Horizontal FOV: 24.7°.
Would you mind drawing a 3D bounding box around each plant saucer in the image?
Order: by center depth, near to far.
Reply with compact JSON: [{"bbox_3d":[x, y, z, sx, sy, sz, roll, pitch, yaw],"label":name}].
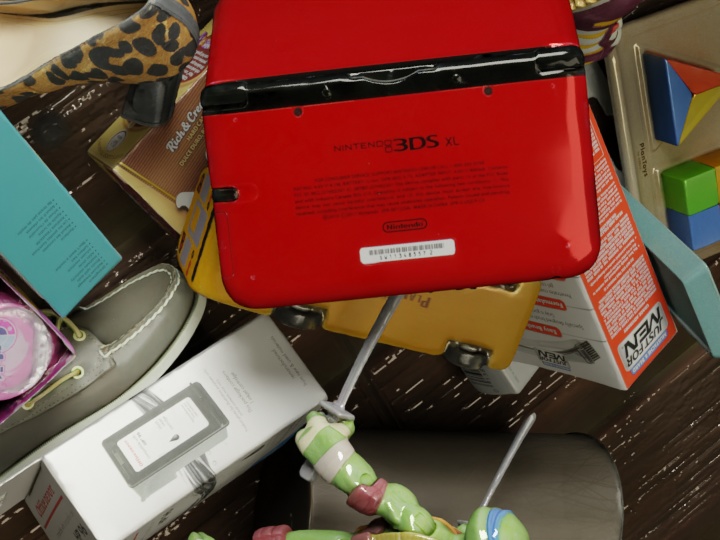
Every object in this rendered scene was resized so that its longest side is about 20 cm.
[{"bbox_3d":[0.184,-0.008,1.035,0.019,0.200,0.070,-27,114,0],"label":"plant saucer"}]

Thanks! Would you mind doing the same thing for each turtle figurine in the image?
[{"bbox_3d":[0.007,0.140,0.944,0.194,0.200,0.144,-24,155,21],"label":"turtle figurine"}]

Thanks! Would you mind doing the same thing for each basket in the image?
[{"bbox_3d":[0.041,0.168,1.078,0.200,0.180,0.136,8,61,-20],"label":"basket"}]

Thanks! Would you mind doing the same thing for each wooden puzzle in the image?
[{"bbox_3d":[0.264,-0.103,1.146,0.200,0.046,0.186,-24,114,-25],"label":"wooden puzzle"}]

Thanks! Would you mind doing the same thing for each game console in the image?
[{"bbox_3d":[0.021,-0.078,0.896,0.199,0.119,0.173,-6,97,4],"label":"game console"}]

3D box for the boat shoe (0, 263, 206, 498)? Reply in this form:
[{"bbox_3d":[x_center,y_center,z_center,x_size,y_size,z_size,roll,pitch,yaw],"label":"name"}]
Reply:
[{"bbox_3d":[-0.181,0.061,0.971,0.202,0.072,0.060,-39,123,-6],"label":"boat shoe"}]

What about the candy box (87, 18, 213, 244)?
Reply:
[{"bbox_3d":[-0.053,-0.100,0.995,0.200,0.056,0.117,-48,120,-8],"label":"candy box"}]

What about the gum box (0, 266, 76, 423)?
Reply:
[{"bbox_3d":[-0.254,-0.016,0.887,0.066,0.113,0.200,-43,119,-8],"label":"gum box"}]

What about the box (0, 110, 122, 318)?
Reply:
[{"bbox_3d":[-0.199,-0.057,0.840,0.049,0.082,0.200,-45,149,-10],"label":"box"}]

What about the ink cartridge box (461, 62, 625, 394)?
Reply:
[{"bbox_3d":[0.110,-0.041,1.112,0.200,0.057,0.163,-51,122,-28],"label":"ink cartridge box"}]

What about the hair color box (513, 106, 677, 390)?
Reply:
[{"bbox_3d":[0.106,-0.029,1.001,0.064,0.111,0.200,-42,124,-28],"label":"hair color box"}]

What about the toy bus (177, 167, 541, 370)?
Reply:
[{"bbox_3d":[0.000,0.000,0.958,0.200,0.078,0.065,14,105,-20],"label":"toy bus"}]

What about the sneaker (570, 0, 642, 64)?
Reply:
[{"bbox_3d":[0.136,-0.169,0.990,0.090,0.200,0.075,12,82,-28],"label":"sneaker"}]

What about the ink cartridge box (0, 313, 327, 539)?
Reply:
[{"bbox_3d":[-0.127,0.116,0.965,0.200,0.116,0.068,-33,82,-24],"label":"ink cartridge box"}]

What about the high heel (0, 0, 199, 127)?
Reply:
[{"bbox_3d":[-0.186,-0.129,0.859,0.199,0.143,0.072,8,72,-10],"label":"high heel"}]
